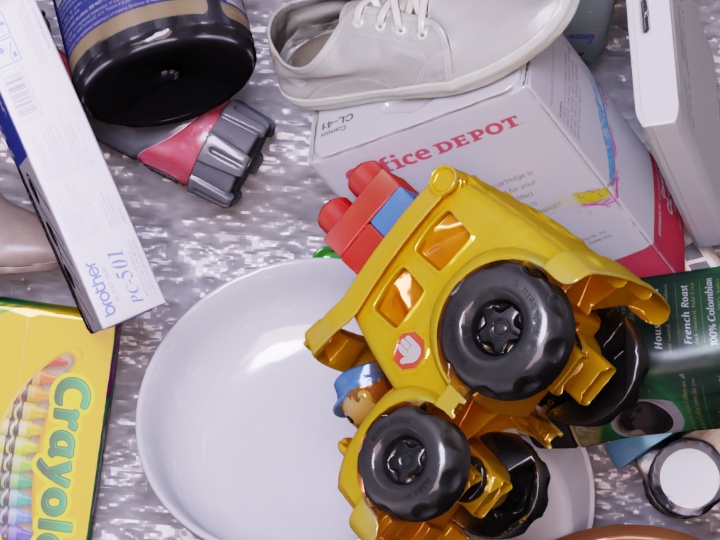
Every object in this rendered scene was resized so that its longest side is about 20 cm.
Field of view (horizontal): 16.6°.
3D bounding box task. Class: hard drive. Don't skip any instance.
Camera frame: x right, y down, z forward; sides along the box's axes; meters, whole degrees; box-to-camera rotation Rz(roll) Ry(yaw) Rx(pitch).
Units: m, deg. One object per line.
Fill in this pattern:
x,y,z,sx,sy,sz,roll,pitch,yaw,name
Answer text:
0.184,-0.108,1.438,0.026,0.200,0.132,-7,70,14,hard drive

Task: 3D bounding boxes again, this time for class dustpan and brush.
0.104,0.111,1.538,0.139,0.057,0.200,33,118,6,dustpan and brush

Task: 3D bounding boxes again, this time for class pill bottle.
-0.137,-0.197,1.490,0.112,0.112,0.201,-16,68,2,pill bottle

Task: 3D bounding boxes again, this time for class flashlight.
-0.154,-0.111,1.543,0.200,0.068,0.068,29,130,3,flashlight

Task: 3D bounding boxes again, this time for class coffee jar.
0.180,0.048,1.441,0.199,0.104,0.086,-7,61,11,coffee jar

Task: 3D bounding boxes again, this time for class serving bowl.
-0.030,0.093,1.479,0.199,0.066,0.201,-6,59,10,serving bowl

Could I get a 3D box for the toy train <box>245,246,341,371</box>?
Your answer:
0.000,0.000,1.557,0.056,0.042,0.200,39,93,-11,toy train

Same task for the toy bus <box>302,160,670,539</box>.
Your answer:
0.038,0.038,1.364,0.192,0.136,0.200,42,100,28,toy bus

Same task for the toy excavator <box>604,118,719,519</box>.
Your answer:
0.215,0.030,1.533,0.194,0.100,0.200,-32,83,1,toy excavator

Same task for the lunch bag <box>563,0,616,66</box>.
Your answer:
0.058,-0.202,1.476,0.199,0.170,0.122,9,78,2,lunch bag

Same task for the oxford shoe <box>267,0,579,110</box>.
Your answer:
0.028,-0.136,1.376,0.199,0.075,0.058,-9,137,32,oxford shoe

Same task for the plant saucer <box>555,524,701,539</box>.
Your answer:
0.164,0.253,1.537,0.200,0.032,0.201,0,112,-1,plant saucer

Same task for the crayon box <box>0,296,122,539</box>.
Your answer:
-0.248,0.115,1.555,0.172,0.058,0.201,8,93,1,crayon box

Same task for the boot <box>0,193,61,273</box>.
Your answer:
-0.269,-0.077,1.533,0.199,0.070,0.147,2,103,9,boot

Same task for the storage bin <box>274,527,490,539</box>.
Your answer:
0.014,0.258,1.499,0.198,0.094,0.201,7,93,29,storage bin

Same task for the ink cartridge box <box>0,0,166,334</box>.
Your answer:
-0.178,-0.062,1.470,0.044,0.094,0.201,-23,91,-11,ink cartridge box

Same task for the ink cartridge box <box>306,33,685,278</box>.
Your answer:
0.084,-0.054,1.458,0.147,0.086,0.200,-18,133,25,ink cartridge box
